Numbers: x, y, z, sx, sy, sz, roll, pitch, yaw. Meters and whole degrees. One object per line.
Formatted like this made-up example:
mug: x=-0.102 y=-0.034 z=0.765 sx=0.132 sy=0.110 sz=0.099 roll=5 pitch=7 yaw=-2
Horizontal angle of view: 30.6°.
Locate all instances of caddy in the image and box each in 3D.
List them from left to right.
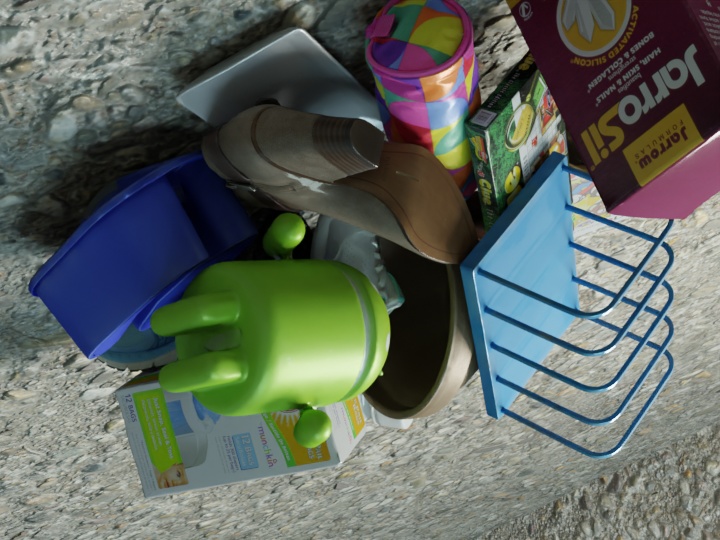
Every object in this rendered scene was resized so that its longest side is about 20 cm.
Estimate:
caddy: x=-0.179 y=-0.020 z=1.051 sx=0.200 sy=0.105 sz=0.141 roll=-39 pitch=175 yaw=37

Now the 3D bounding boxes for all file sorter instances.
file sorter: x=0.179 y=0.035 z=1.074 sx=0.139 sy=0.122 sz=0.200 roll=-49 pitch=146 yaw=-27

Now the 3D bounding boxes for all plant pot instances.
plant pot: x=0.065 y=0.028 z=1.174 sx=0.092 sy=0.202 sz=0.201 roll=-2 pitch=152 yaw=-29

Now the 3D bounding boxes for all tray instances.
tray: x=-0.053 y=-0.130 z=1.012 sx=0.107 sy=0.022 sz=0.200 roll=-28 pitch=158 yaw=14

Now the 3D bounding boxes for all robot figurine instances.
robot figurine: x=-0.061 y=0.050 z=1.015 sx=0.199 sy=0.176 sz=0.115 roll=-1 pitch=167 yaw=-44

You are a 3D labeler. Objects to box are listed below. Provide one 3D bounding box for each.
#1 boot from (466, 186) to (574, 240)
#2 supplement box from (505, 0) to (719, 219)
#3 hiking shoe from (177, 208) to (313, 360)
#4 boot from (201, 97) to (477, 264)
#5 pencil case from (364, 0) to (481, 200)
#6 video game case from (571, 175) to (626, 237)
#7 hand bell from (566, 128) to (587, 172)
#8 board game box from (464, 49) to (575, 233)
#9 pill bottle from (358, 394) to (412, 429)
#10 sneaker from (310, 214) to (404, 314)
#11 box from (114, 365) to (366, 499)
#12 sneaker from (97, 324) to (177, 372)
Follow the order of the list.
boot: x=0.134 y=-0.037 z=1.261 sx=0.199 sy=0.065 sz=0.186 roll=-10 pitch=166 yaw=36
supplement box: x=0.210 y=-0.155 z=0.951 sx=0.103 sy=0.201 sz=0.131 roll=1 pitch=149 yaw=-44
hiking shoe: x=-0.110 y=0.017 z=1.147 sx=0.100 sy=0.076 sz=0.200 roll=-25 pitch=-155 yaw=38
boot: x=-0.019 y=-0.063 z=1.001 sx=0.146 sy=0.071 sz=0.200 roll=-2 pitch=147 yaw=39
pencil case: x=0.050 y=-0.123 z=1.010 sx=0.088 sy=0.089 sz=0.200 roll=-19 pitch=150 yaw=-4
video game case: x=0.254 y=-0.088 z=1.395 sx=0.181 sy=0.023 sz=0.200 roll=-21 pitch=158 yaw=-2
hand bell: x=0.170 y=-0.106 z=1.226 sx=0.104 sy=0.105 sz=0.200 roll=-13 pitch=170 yaw=-20
board game box: x=0.133 y=-0.077 z=1.066 sx=0.105 sy=0.023 sz=0.200 roll=-48 pitch=145 yaw=-24
pill bottle: x=-0.042 y=0.095 z=1.321 sx=0.199 sy=0.114 sz=0.114 roll=9 pitch=163 yaw=13
sneaker: x=0.000 y=0.000 z=1.138 sx=0.088 sy=0.201 sz=0.075 roll=13 pitch=170 yaw=15
box: x=-0.109 y=0.130 z=1.232 sx=0.199 sy=0.113 sz=0.101 roll=-12 pitch=-171 yaw=17
sneaker: x=-0.171 y=0.037 z=1.247 sx=0.199 sy=0.090 sz=0.078 roll=-12 pitch=-169 yaw=22
